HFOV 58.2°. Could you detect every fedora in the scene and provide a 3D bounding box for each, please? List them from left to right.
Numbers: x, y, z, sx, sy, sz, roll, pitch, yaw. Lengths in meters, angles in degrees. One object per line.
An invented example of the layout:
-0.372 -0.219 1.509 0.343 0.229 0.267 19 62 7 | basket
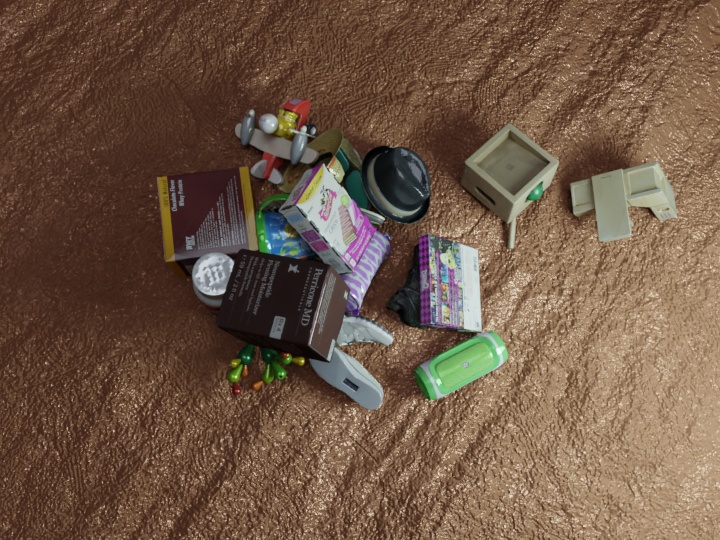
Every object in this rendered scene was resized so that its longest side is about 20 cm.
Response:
0.099 -0.212 1.496 0.200 0.092 0.201 10 67 -26 | fedora

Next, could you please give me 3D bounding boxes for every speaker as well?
0.222 0.209 1.431 0.200 0.088 0.089 -26 79 -10 | speaker

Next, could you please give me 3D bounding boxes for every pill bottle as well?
-0.296 0.032 1.381 0.109 0.200 0.110 1 75 -3 | pill bottle

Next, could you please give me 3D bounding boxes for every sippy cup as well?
-0.157 -0.072 1.428 0.130 0.178 0.140 -9 63 -4 | sippy cup

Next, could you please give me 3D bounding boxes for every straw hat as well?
-0.087 -0.230 1.504 0.085 0.201 0.201 42 73 -30 | straw hat

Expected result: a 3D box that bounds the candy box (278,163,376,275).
-0.065 -0.106 1.377 0.200 0.061 0.137 48 50 -27 | candy box

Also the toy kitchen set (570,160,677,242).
0.637 -0.132 1.555 0.200 0.180 0.164 -12 68 34 | toy kitchen set

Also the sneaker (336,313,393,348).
-0.026 0.138 1.450 0.199 0.075 0.082 16 92 5 | sneaker

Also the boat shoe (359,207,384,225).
-0.039 -0.127 1.499 0.200 0.067 0.057 20 92 21 | boat shoe

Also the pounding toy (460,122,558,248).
0.354 -0.198 1.535 0.184 0.142 0.200 -41 71 -13 | pounding toy

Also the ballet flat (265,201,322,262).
-0.146 -0.091 1.503 0.067 0.046 0.200 -42 82 -12 | ballet flat

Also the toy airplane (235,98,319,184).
-0.200 -0.303 1.504 0.200 0.141 0.200 -19 61 13 | toy airplane

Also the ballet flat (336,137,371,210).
-0.013 -0.235 1.546 0.071 0.071 0.200 -28 81 -10 | ballet flat

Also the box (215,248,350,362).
-0.149 0.071 1.294 0.199 0.164 0.166 10 73 16 | box

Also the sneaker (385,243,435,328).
0.116 0.033 1.473 0.114 0.076 0.200 0 81 -10 | sneaker

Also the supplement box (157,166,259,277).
-0.333 -0.107 1.450 0.199 0.133 0.198 -8 76 -6 | supplement box

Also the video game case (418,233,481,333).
0.202 0.033 1.447 0.181 0.036 0.201 13 71 -43 | video game case

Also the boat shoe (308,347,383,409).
-0.029 0.221 1.421 0.200 0.070 0.071 37 106 2 | boat shoe

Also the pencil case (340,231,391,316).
0.000 0.000 1.449 0.086 0.084 0.200 49 53 -25 | pencil case

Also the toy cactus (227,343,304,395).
-0.216 0.168 1.416 0.200 0.102 0.165 -31 69 0 | toy cactus
